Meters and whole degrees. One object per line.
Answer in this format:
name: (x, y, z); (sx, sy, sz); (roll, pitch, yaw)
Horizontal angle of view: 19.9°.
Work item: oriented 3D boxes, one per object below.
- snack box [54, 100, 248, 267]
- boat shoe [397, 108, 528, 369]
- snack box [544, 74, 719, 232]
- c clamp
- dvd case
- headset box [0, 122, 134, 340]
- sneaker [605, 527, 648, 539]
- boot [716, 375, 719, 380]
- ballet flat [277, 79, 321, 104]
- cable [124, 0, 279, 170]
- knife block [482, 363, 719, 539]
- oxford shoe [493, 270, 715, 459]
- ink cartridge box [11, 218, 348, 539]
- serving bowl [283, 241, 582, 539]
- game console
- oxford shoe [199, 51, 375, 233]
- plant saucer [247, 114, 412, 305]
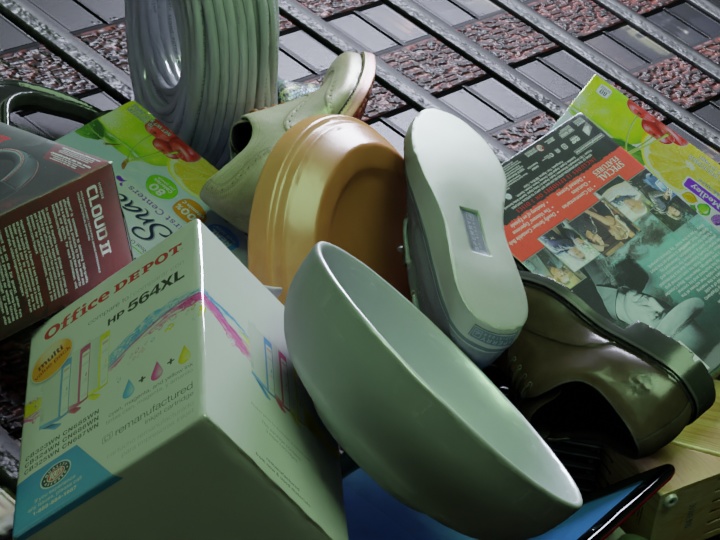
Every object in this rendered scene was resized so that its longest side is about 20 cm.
snack box: (-0.126, -0.010, 1.314); (0.200, 0.053, 0.142); (39, 44, 15)
boat shoe: (0.051, -0.016, 1.269); (0.070, 0.072, 0.201); (18, 40, -25)
snack box: (0.175, -0.018, 1.417); (0.168, 0.068, 0.200); (36, 51, 4)
c clamp: (-0.192, -0.065, 1.411); (0.170, 0.027, 0.200); (7, 37, -23)
dvd case: (0.170, -0.008, 1.343); (0.200, 0.022, 0.146); (42, 51, 18)
headset box: (-0.238, -0.017, 1.171); (0.200, 0.075, 0.148); (-29, 33, -34)
sneaker: (0.140, 0.208, 1.167); (0.090, 0.067, 0.200); (27, 28, 18)
boot: (0.254, 0.086, 1.420); (0.200, 0.073, 0.166); (35, 36, 23)
ballet flat: (-0.024, -0.056, 1.424); (0.074, 0.074, 0.201); (6, 53, -25)
cable: (-0.116, -0.165, 1.444); (0.069, 0.200, 0.200); (-7, 42, -22)
knife block: (0.179, 0.095, 1.323); (0.199, 0.064, 0.176); (-16, 46, -23)
oxford shoe: (0.112, 0.057, 1.258); (0.200, 0.073, 0.084); (23, 53, 39)
ink cartridge box: (-0.097, 0.083, 1.108); (0.125, 0.128, 0.200); (47, 19, -31)
serving bowl: (0.027, 0.076, 1.099); (0.200, 0.066, 0.200); (44, 7, -6)
game console: (0.051, 0.137, 1.171); (0.172, 0.119, 0.200); (37, 34, 18)
oxford shoe: (-0.043, -0.095, 1.356); (0.074, 0.071, 0.200); (25, 39, 2)
plant saucer: (0.000, 0.000, 1.288); (0.037, 0.201, 0.200); (-6, 17, 33)
